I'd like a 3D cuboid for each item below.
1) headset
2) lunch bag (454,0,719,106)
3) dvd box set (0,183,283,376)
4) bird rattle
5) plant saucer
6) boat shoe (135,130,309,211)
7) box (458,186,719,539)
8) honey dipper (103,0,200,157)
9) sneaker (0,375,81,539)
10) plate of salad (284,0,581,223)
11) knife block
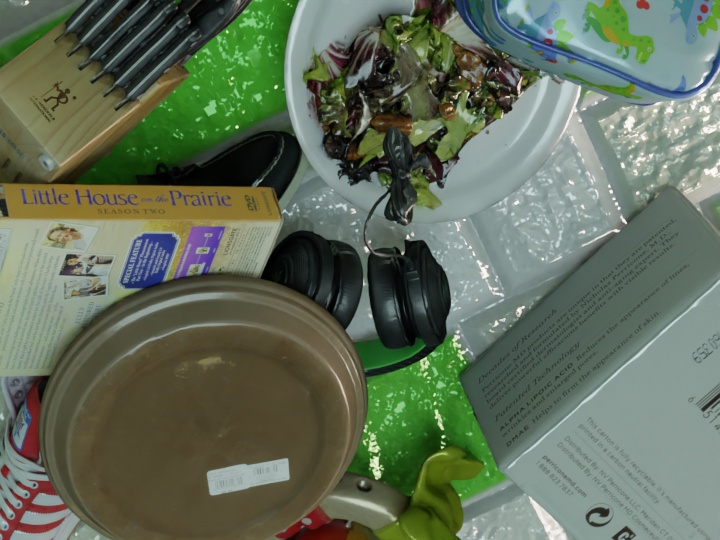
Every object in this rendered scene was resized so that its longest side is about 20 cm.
[{"bbox_3d":[0.000,0.000,1.141,0.123,0.094,0.200,4,151,-14],"label":"headset"},{"bbox_3d":[0.156,-0.203,1.077,0.160,0.082,0.201,18,89,-15],"label":"lunch bag"},{"bbox_3d":[-0.158,0.008,1.064,0.199,0.030,0.147,-1,141,-23],"label":"dvd box set"},{"bbox_3d":[-0.015,0.175,1.228,0.199,0.113,0.164,11,127,-11],"label":"bird rattle"},{"bbox_3d":[-0.090,0.094,1.101,0.199,0.030,0.201,-7,122,-11],"label":"plant saucer"},{"bbox_3d":[-0.123,-0.029,1.132,0.199,0.075,0.066,-34,126,16],"label":"boat shoe"},{"bbox_3d":[0.207,0.093,1.209,0.200,0.131,0.199,-43,113,10],"label":"box"},{"bbox_3d":[-0.101,-0.152,1.104,0.038,0.038,0.200,38,101,-22],"label":"honey dipper"},{"bbox_3d":[-0.212,0.129,1.162,0.200,0.071,0.112,-42,147,2],"label":"sneaker"},{"bbox_3d":[0.051,-0.123,1.120,0.199,0.048,0.201,-7,109,-20],"label":"plate of salad"},{"bbox_3d":[-0.144,-0.114,1.069,0.064,0.200,0.175,49,60,-2],"label":"knife block"}]
